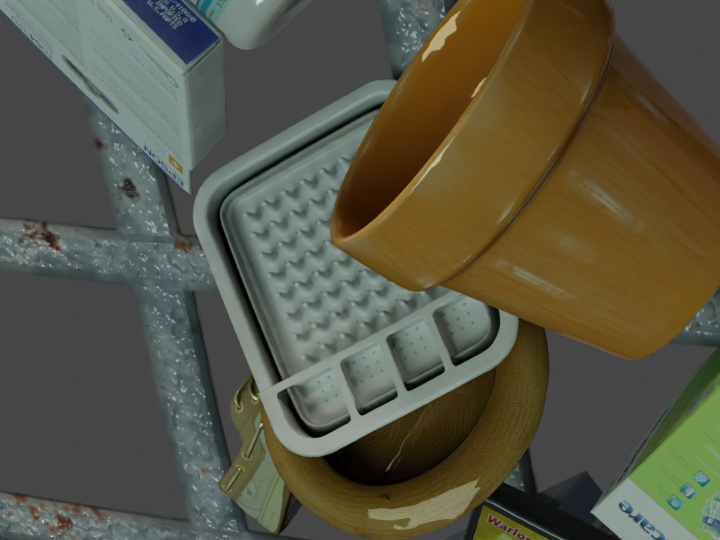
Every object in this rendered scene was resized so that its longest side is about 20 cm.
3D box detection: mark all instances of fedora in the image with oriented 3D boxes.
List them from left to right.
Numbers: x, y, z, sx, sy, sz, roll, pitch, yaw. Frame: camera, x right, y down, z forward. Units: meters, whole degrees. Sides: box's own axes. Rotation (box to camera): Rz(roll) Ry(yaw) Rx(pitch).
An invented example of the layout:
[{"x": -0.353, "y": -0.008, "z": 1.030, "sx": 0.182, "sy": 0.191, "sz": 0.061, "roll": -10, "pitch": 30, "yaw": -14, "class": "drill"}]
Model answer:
[{"x": 0.036, "y": 0.075, "z": 1.382, "sx": 0.200, "sy": 0.082, "sz": 0.201, "roll": -4, "pitch": 79, "yaw": 22, "class": "fedora"}]

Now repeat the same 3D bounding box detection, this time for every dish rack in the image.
[{"x": 0.000, "y": 0.000, "z": 1.342, "sx": 0.171, "sy": 0.044, "sz": 0.200, "roll": -29, "pitch": 71, "yaw": 16, "class": "dish rack"}]

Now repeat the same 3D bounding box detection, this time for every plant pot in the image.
[{"x": 0.113, "y": -0.050, "z": 1.221, "sx": 0.183, "sy": 0.200, "sz": 0.200, "roll": 33, "pitch": 133, "yaw": -13, "class": "plant pot"}]

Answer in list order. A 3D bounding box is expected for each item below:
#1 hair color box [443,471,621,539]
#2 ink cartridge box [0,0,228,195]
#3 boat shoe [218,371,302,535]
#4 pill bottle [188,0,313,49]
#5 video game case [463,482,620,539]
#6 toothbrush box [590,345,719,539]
[{"x": 0.102, "y": 0.221, "z": 1.473, "sx": 0.200, "sy": 0.061, "sz": 0.099, "roll": -32, "pitch": 99, "yaw": 42, "class": "hair color box"}, {"x": -0.163, "y": -0.160, "z": 1.377, "sx": 0.196, "sy": 0.043, "sz": 0.200, "roll": 44, "pitch": 165, "yaw": 11, "class": "ink cartridge box"}, {"x": -0.057, "y": 0.100, "z": 1.492, "sx": 0.066, "sy": 0.074, "sz": 0.200, "roll": 26, "pitch": 129, "yaw": 10, "class": "boat shoe"}, {"x": -0.100, "y": -0.235, "z": 1.284, "sx": 0.200, "sy": 0.111, "sz": 0.111, "roll": 45, "pitch": 132, "yaw": 0, "class": "pill bottle"}, {"x": 0.148, "y": 0.245, "z": 1.404, "sx": 0.200, "sy": 0.026, "sz": 0.181, "roll": 26, "pitch": 130, "yaw": 15, "class": "video game case"}, {"x": 0.240, "y": 0.074, "z": 1.236, "sx": 0.086, "sy": 0.146, "sz": 0.200, "roll": 42, "pitch": 131, "yaw": 2, "class": "toothbrush box"}]
